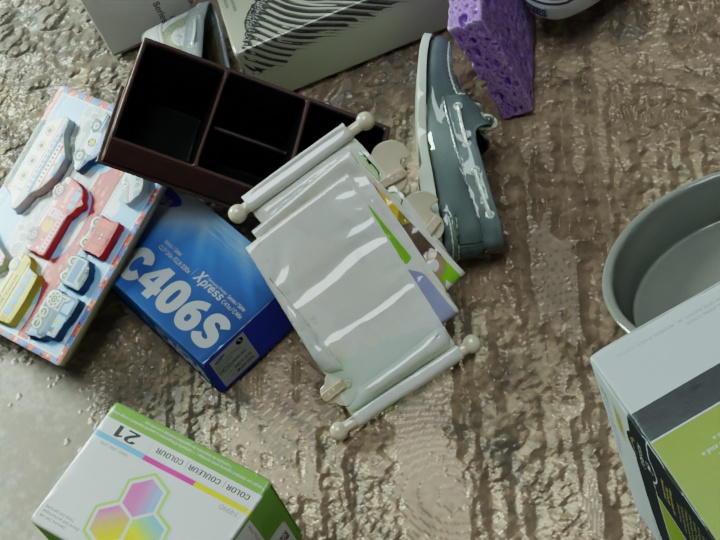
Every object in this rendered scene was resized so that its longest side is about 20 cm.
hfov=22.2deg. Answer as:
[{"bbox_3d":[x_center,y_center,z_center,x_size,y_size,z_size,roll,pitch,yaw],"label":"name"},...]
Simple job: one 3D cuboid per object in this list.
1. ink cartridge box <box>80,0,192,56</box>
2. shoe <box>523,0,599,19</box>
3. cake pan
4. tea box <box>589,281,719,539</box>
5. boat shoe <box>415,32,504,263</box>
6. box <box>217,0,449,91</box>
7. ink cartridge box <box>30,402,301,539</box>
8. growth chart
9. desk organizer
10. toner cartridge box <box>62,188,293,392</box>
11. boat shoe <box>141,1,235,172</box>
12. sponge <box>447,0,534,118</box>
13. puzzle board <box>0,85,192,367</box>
[{"bbox_3d":[-0.227,-0.308,1.581,0.084,0.146,0.200,-25,51,1],"label":"ink cartridge box"},{"bbox_3d":[0.205,-0.279,1.425,0.200,0.091,0.071,-34,55,-20],"label":"shoe"},{"bbox_3d":[0.262,0.002,1.226,0.199,0.037,0.201,-15,35,11],"label":"cake pan"},{"bbox_3d":[0.248,0.137,1.063,0.133,0.200,0.197,-28,53,-2],"label":"tea box"},{"bbox_3d":[0.073,-0.093,1.379,0.061,0.073,0.201,-2,57,1],"label":"boat shoe"},{"bbox_3d":[-0.009,-0.217,1.488,0.199,0.068,0.082,-23,52,3],"label":"box"},{"bbox_3d":[-0.158,0.211,1.234,0.147,0.076,0.200,22,65,31],"label":"ink cartridge box"},{"bbox_3d":[0.000,0.000,1.301,0.144,0.018,0.201,-27,85,-3],"label":"growth chart"},{"bbox_3d":[-0.085,-0.094,1.359,0.199,0.077,0.072,19,59,-10],"label":"desk organizer"},{"bbox_3d":[-0.137,-0.002,1.398,0.095,0.043,0.200,-42,53,-13],"label":"toner cartridge box"},{"bbox_3d":[-0.119,-0.141,1.469,0.065,0.074,0.202,-35,44,10],"label":"boat shoe"},{"bbox_3d":[0.103,-0.231,1.430,0.030,0.112,0.201,-14,52,23],"label":"sponge"},{"bbox_3d":[-0.233,-0.040,1.420,0.150,0.017,0.200,23,79,34],"label":"puzzle board"}]
